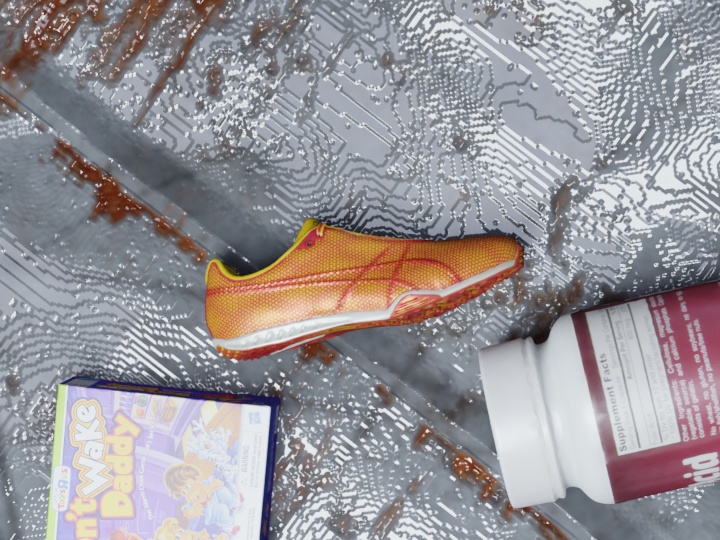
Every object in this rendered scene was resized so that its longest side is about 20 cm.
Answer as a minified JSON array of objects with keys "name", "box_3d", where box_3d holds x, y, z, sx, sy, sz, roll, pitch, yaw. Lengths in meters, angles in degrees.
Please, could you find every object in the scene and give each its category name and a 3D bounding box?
[{"name":"pill bottle","box_3d":[0.175,0.071,1.139,0.198,0.114,0.115,-13,92,6]},{"name":"sneaker","box_3d":[0.000,0.000,1.175,0.198,0.073,0.078,-11,82,3]},{"name":"board game box","box_3d":[-0.126,0.174,1.207,0.133,0.045,0.202,5,94,5]}]
